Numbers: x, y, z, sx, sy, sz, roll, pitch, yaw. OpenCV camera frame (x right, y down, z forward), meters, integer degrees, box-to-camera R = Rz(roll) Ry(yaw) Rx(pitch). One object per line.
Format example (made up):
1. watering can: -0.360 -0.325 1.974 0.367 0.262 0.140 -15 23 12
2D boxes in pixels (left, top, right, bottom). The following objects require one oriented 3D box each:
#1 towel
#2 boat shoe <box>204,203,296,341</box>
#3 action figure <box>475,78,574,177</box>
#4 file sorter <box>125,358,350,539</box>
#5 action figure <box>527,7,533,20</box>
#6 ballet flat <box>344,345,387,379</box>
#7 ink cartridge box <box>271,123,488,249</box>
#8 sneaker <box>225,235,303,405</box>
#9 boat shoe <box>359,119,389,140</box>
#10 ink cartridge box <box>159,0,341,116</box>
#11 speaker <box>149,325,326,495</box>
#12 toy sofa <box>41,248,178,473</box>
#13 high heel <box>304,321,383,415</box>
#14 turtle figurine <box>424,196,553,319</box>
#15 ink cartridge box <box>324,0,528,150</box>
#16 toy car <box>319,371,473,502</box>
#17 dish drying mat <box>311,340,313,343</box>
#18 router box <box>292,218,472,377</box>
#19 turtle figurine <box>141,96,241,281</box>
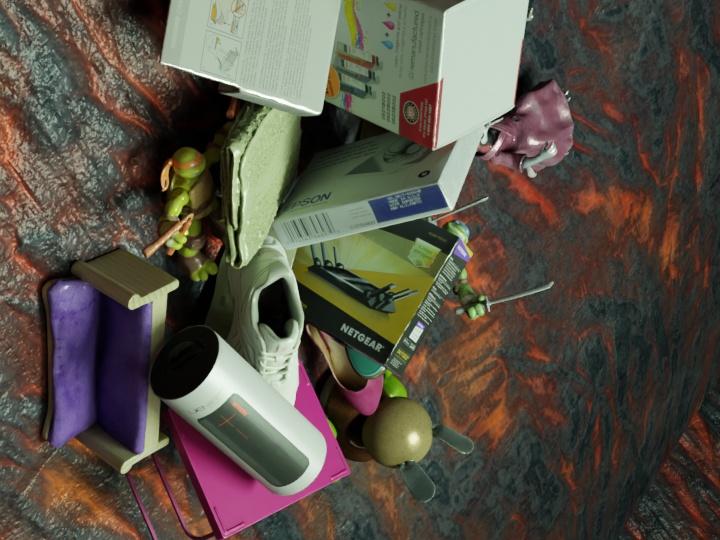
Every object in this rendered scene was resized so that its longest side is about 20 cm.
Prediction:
1. towel: -0.093 -0.109 1.139 0.201 0.036 0.150 -69 167 -50
2. boat shoe: -0.119 0.024 1.254 0.063 0.073 0.203 11 100 -82
3. action figure: 0.197 -0.191 1.572 0.199 0.135 0.149 -17 171 -36
4. file sorter: -0.140 0.205 1.263 0.125 0.140 0.199 -31 171 40
5. action figure: 0.183 -0.355 1.386 0.119 0.101 0.201 -52 149 -40
6. ballet flat: 0.015 0.027 1.356 0.068 0.067 0.202 33 52 -73
7. ink cartridge box: 0.026 -0.109 1.213 0.041 0.198 0.201 63 31 -26
8. sneaker: -0.093 0.072 1.168 0.077 0.099 0.202 -12 113 -18
9. boat shoe: 0.061 -0.199 1.343 0.069 0.073 0.202 7 107 -53
10. ink cartridge box: -0.096 -0.256 1.035 0.175 0.045 0.202 12 87 -38
11. speaker: -0.115 0.137 1.123 0.081 0.081 0.200 -53 134 -15
12. toy sofa: -0.237 0.091 1.102 0.097 0.082 0.202 -27 135 -47
13. high heel: -0.023 0.111 1.394 0.096 0.067 0.202 -60 146 -52
14. turtle figurine: 0.096 0.005 1.457 0.194 0.199 0.144 -48 135 -18
15. ink cartridge box: 0.044 -0.239 1.163 0.144 0.199 0.147 -31 137 -39
16. toy car: 0.044 0.217 1.520 0.164 0.199 0.159 -47 146 -24
17. dish drying mat: -0.020 -0.009 1.425 0.076 0.018 0.202 -19 128 -49
18. router box: 0.000 0.000 1.280 0.158 0.199 0.052 -59 149 -6
19. turtle figurine: -0.161 -0.062 1.111 0.162 0.064 0.201 86 21 -55
